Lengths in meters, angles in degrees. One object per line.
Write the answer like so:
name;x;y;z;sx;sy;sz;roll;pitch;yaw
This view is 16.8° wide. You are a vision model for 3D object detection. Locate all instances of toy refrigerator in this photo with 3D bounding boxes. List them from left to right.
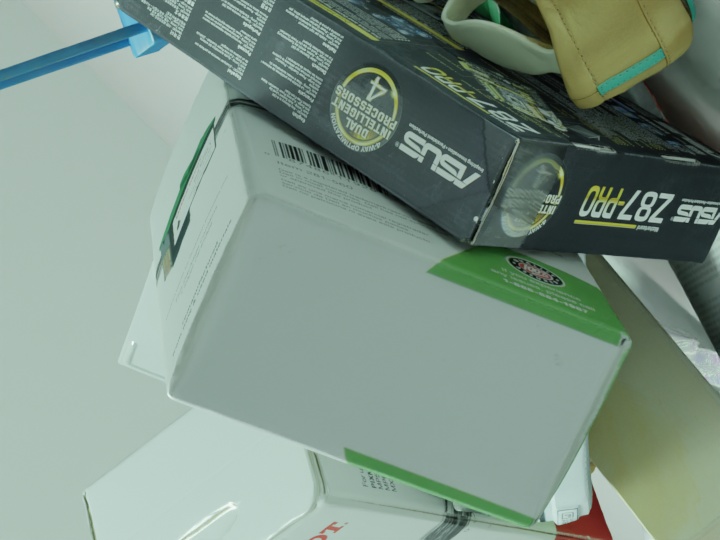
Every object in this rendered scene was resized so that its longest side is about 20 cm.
toy refrigerator;0.115;0.052;1.128;0.200;0.070;0.076;53;-176;31

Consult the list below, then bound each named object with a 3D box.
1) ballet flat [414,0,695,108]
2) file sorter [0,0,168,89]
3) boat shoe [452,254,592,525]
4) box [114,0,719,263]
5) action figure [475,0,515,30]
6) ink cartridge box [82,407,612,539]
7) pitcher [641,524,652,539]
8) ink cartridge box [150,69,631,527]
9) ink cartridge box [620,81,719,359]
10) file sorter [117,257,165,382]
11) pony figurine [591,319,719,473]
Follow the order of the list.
ballet flat;0.044;-0.122;0.928;0.200;0.063;0.069;40;170;47
file sorter;-0.168;-0.171;1.025;0.139;0.123;0.200;-162;52;-82
boat shoe;0.061;0.010;1.054;0.072;0.071;0.200;53;-145;-84
box;0.028;-0.070;0.943;0.200;0.049;0.161;35;-163;33
action figure;0.065;-0.078;1.178;0.118;0.055;0.200;37;174;44
ink cartridge box;-0.006;0.116;1.133;0.200;0.144;0.084;15;-133;-46
pitcher;0.237;0.138;1.226;0.172;0.121;0.200;19;173;29
ink cartridge box;0.002;0.000;0.921;0.146;0.084;0.200;21;-165;-13
ink cartridge box;0.176;0.004;1.063;0.163;0.057;0.200;104;142;-84
file sorter;-0.004;0.007;1.279;0.200;0.125;0.139;22;151;-3
pony figurine;0.109;0.072;1.401;0.193;0.200;0.167;29;164;12
